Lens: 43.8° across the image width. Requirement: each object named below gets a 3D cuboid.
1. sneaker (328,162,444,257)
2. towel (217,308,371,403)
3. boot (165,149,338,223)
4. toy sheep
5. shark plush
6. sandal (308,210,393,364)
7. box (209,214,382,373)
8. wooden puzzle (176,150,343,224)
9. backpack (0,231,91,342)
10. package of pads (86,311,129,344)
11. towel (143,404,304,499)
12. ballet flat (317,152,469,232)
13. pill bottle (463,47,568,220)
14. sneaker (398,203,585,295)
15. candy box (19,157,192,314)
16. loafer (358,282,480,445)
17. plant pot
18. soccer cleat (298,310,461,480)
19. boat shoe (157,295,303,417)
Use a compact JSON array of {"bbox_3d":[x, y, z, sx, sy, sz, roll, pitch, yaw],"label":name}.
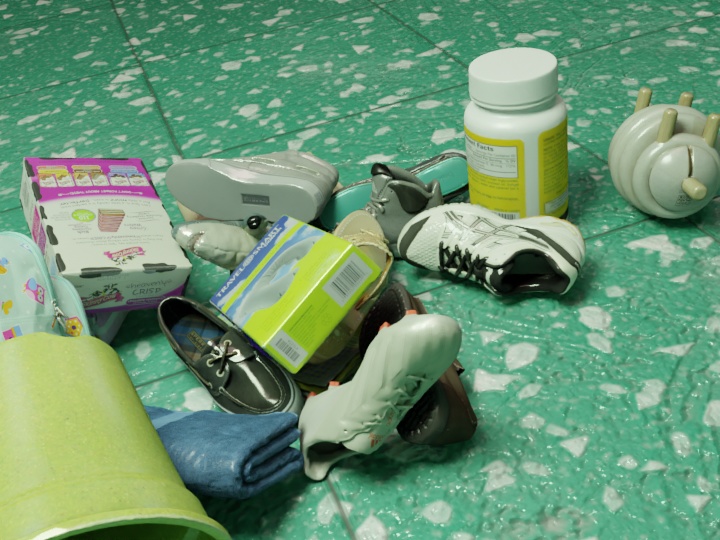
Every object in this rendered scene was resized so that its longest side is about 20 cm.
[{"bbox_3d":[0.002,-0.065,1.019,0.199,0.116,0.075,-14,33,-8],"label":"sneaker"},{"bbox_3d":[-0.068,0.063,0.928,0.200,0.023,0.144,20,44,36],"label":"towel"},{"bbox_3d":[-0.127,-0.107,1.081,0.199,0.074,0.096,12,32,13],"label":"boot"},{"bbox_3d":[0.346,-0.126,1.009,0.137,0.138,0.200,-5,24,7],"label":"toy sheep"},{"bbox_3d":[-0.128,-0.044,1.005,0.083,0.091,0.200,18,23,16],"label":"shark plush"},{"bbox_3d":[0.004,0.004,0.892,0.070,0.078,0.212,-30,23,41],"label":"sandal"},{"bbox_3d":[-0.071,0.014,0.855,0.122,0.048,0.200,-49,26,-8],"label":"box"},{"bbox_3d":[-0.135,-0.105,1.170,0.199,0.046,0.185,-19,31,-13],"label":"wooden puzzle"},{"bbox_3d":[-0.341,0.062,0.813,0.175,0.201,0.153,-16,2,32],"label":"backpack"},{"bbox_3d":[-0.312,0.009,1.023,0.120,0.076,0.200,2,35,9],"label":"package of pads"},{"bbox_3d":[-0.156,0.147,0.753,0.199,0.049,0.112,1,7,26],"label":"towel"},{"bbox_3d":[0.045,-0.090,1.097,0.199,0.073,0.073,-20,33,5],"label":"ballet flat"},{"bbox_3d":[0.176,-0.138,1.008,0.114,0.201,0.114,-6,33,4],"label":"pill bottle"},{"bbox_3d":[0.131,-0.017,0.937,0.199,0.076,0.088,2,34,17],"label":"sneaker"},{"bbox_3d":[-0.279,-0.042,0.967,0.136,0.061,0.200,-3,42,-31],"label":"candy box"},{"bbox_3d":[0.053,0.091,0.823,0.073,0.071,0.200,-48,32,23],"label":"loafer"},{"bbox_3d":[-0.210,0.152,0.626,0.200,0.201,0.184,-18,51,-14],"label":"plant pot"},{"bbox_3d":[0.015,0.105,0.729,0.069,0.200,0.078,24,44,-25],"label":"soccer cleat"},{"bbox_3d":[-0.133,0.087,0.857,0.069,0.057,0.200,-46,48,-15],"label":"boat shoe"}]
